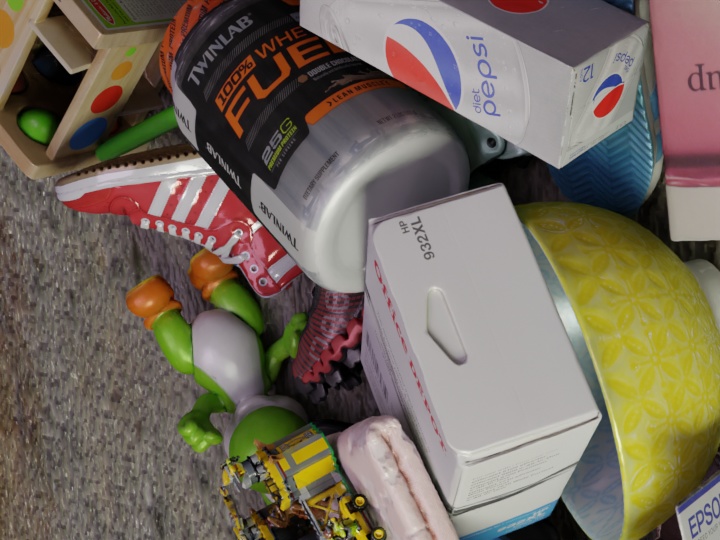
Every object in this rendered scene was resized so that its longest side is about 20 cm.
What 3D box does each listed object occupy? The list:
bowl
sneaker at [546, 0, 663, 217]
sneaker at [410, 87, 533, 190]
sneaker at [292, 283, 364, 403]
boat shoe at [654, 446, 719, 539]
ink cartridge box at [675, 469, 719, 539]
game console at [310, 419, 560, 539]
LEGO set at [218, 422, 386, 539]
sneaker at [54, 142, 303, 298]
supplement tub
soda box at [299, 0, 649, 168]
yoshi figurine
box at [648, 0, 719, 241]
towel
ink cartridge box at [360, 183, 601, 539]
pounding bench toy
[{"bbox_3d":[0.158,0.047,0.826,0.200,0.107,0.202,164,90,-82],"label":"bowl"},{"bbox_3d":[0.151,-0.120,0.826,0.076,0.081,0.201,20,133,30],"label":"sneaker"},{"bbox_3d":[0.093,-0.136,0.861,0.119,0.073,0.201,55,138,21],"label":"sneaker"},{"bbox_3d":[0.000,0.000,0.976,0.098,0.071,0.201,45,123,19],"label":"sneaker"},{"bbox_3d":[0.205,0.196,0.868,0.072,0.072,0.202,8,107,36],"label":"boat shoe"},{"bbox_3d":[0.216,0.191,0.778,0.047,0.197,0.202,-13,93,38],"label":"ink cartridge box"},{"bbox_3d":[0.026,0.224,0.971,0.174,0.117,0.202,11,107,-2],"label":"game console"},{"bbox_3d":[-0.054,0.194,0.880,0.155,0.115,0.200,61,163,12],"label":"LEGO set"},{"bbox_3d":[-0.110,-0.032,1.012,0.198,0.071,0.114,-8,104,6],"label":"sneaker"},{"bbox_3d":[-0.035,-0.090,0.887,0.200,0.122,0.123,46,126,34],"label":"supplement tub"},{"bbox_3d":[0.056,-0.135,0.791,0.199,0.068,0.064,33,139,31],"label":"soda box"},{"bbox_3d":[-0.086,0.082,1.045,0.112,0.112,0.201,-33,84,32],"label":"yoshi figurine"},{"bbox_3d":[0.227,-0.122,0.740,0.127,0.109,0.202,0,102,37],"label":"box"},{"bbox_3d":[0.031,0.181,0.865,0.192,0.032,0.200,63,162,5],"label":"towel"},{"bbox_3d":[0.061,0.064,0.835,0.200,0.083,0.146,92,159,-66],"label":"ink cartridge box"},{"bbox_3d":[-0.187,-0.135,1.049,0.200,0.124,0.156,49,126,17],"label":"pounding bench toy"}]
